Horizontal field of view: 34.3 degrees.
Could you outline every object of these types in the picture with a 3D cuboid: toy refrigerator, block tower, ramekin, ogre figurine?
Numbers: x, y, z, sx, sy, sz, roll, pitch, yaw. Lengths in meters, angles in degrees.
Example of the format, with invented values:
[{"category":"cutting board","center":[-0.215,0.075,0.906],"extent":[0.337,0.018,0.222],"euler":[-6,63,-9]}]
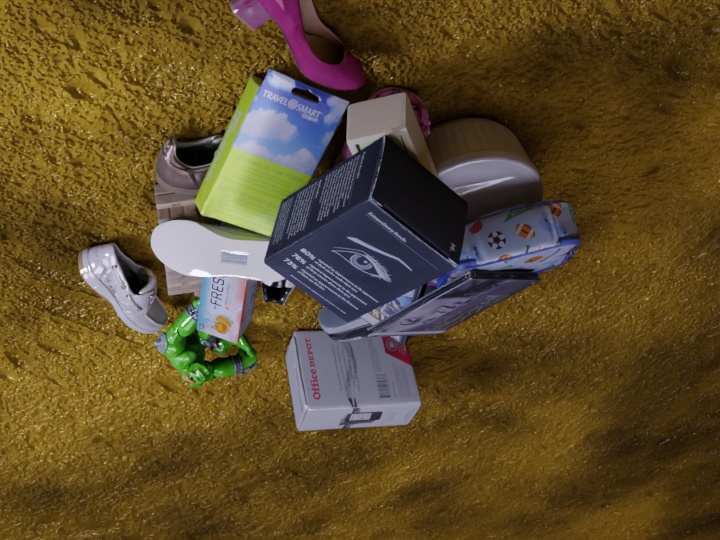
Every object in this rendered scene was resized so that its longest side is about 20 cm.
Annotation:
[{"category":"toy refrigerator","center":[0.049,-0.117,1.433],"extent":[0.075,0.070,0.200],"euler":[-10,140,14]},{"category":"block tower","center":[-0.248,-0.039,1.608],"extent":[0.057,0.054,0.201],"euler":[-7,146,-7]},{"category":"ramekin","center":[0.142,-0.121,1.585],"extent":[0.201,0.095,0.203],"euler":[-9,147,-6]},{"category":"ogre figurine","center":[-0.242,0.118,1.813],"extent":[0.119,0.098,0.200],"euler":[-33,161,-2]}]

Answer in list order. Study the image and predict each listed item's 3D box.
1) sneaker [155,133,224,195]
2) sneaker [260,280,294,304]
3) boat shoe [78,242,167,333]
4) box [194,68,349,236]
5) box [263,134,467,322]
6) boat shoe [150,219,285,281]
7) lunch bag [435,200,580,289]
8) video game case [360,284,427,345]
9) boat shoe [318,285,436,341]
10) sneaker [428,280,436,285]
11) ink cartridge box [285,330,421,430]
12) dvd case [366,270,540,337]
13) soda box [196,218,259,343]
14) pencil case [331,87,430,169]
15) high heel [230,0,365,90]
[{"category":"sneaker","center":[-0.159,-0.133,1.484],"extent":[0.198,0.071,0.076],"euler":[-2,144,-18]},{"category":"sneaker","center":[-0.101,-0.022,1.626],"extent":[0.073,0.080,0.200],"euler":[10,148,-3]},{"category":"boat shoe","center":[-0.321,0.027,1.663],"extent":[0.069,0.071,0.200],"euler":[-20,145,14]},{"category":"box","center":[-0.111,-0.146,1.439],"extent":[0.121,0.048,0.201],"euler":[17,110,-30]},{"category":"box","center":[0.007,-0.045,1.390],"extent":[0.148,0.105,0.199],"euler":[37,136,-28]},{"category":"boat shoe","center":[-0.172,-0.027,1.516],"extent":[0.198,0.073,0.068],"euler":[4,-176,14]},{"category":"lunch bag","center":[0.195,-0.029,1.562],"extent":[0.198,0.076,0.160],"euler":[-10,166,-8]},{"category":"video game case","center":[0.000,0.000,1.657],"extent":[0.026,0.199,0.181],"euler":[-47,163,-33]},{"category":"boat shoe","center":[0.035,0.071,1.848],"extent":[0.198,0.074,0.068],"euler":[-19,142,10]},{"category":"sneaker","center":[0.146,-0.014,1.769],"extent":[0.198,0.081,0.089],"euler":[-2,152,-8]},{"category":"ink cartridge box","center":[-0.016,0.179,1.926],"extent":[0.198,0.146,0.084],"euler":[0,147,-19]},{"category":"dvd case","center":[0.125,0.047,1.581],"extent":[0.148,0.016,0.200],"euler":[1,156,-46]},{"category":"soda box","center":[-0.181,0.005,1.632],"extent":[0.068,0.064,0.201],"euler":[19,130,6]},{"category":"pencil case","center":[0.018,-0.145,1.520],"extent":[0.083,0.087,0.200],"euler":[-28,161,-40]},{"category":"high heel","center":[-0.045,-0.273,1.314],"extent":[0.096,0.068,0.199],"euler":[-26,143,38]}]
